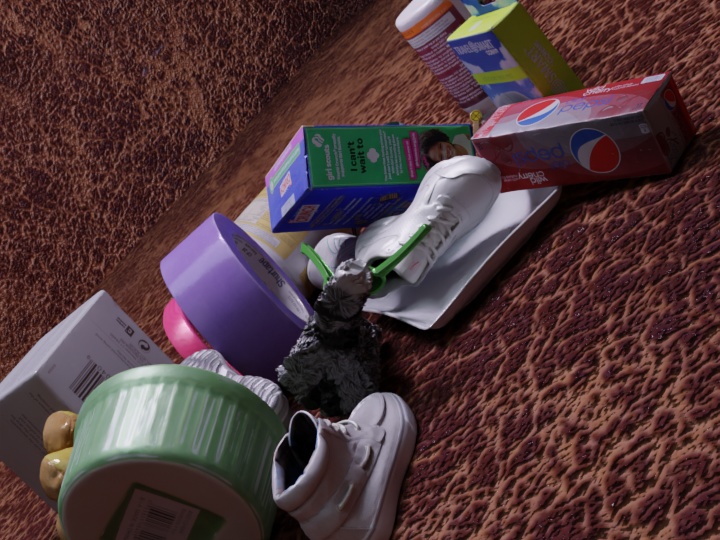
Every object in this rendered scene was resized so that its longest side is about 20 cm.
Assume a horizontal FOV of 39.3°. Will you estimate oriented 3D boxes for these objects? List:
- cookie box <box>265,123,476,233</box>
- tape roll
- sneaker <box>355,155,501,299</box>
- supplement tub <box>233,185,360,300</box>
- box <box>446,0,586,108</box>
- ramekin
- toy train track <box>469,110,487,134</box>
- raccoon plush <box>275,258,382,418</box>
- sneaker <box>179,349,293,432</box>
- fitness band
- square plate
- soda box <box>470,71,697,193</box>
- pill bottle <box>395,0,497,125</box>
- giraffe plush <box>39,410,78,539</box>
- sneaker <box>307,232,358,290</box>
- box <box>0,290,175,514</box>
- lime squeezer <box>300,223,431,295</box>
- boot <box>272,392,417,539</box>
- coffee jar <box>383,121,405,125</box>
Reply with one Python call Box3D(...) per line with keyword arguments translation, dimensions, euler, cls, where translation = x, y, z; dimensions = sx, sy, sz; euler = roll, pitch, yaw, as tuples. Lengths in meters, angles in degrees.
Box3D(translation=(0.008, -0.104, 1.145), dimensions=(0.199, 0.076, 0.171), euler=(-5, -12, -21), cls="cookie box")
Box3D(translation=(-0.132, 0.035, 1.161), dimensions=(0.085, 0.200, 0.200), euler=(-42, 16, 5), cls="tape roll")
Box3D(translation=(0.067, -0.032, 1.017), dimensions=(0.200, 0.078, 0.100), euler=(-43, 20, 34), cls="sneaker")
Box3D(translation=(-0.107, -0.028, 1.360), dimensions=(0.200, 0.146, 0.145), euler=(-51, 18, -28), cls="supplement tub")
Box3D(translation=(0.170, -0.197, 1.037), dimensions=(0.048, 0.200, 0.122), euler=(-44, 16, -8), cls="box")
Box3D(translation=(-0.162, 0.189, 0.871), dimensions=(0.200, 0.200, 0.098), euler=(-35, 25, 25), cls="ramekin")
Box3D(translation=(0.116, -0.163, 1.179), dimensions=(0.198, 0.033, 0.115), euler=(-3, -15, 10), cls="toy train track")
Box3D(translation=(-0.002, 0.048, 0.969), dimensions=(0.200, 0.096, 0.134), euler=(-59, 5, 36), cls="raccoon plush")
Box3D(translation=(-0.137, 0.144, 1.038), dimensions=(0.075, 0.082, 0.199), euler=(-44, 35, -21), cls="sneaker")
Box3D(translation=(-0.180, 0.095, 1.227), dimensions=(0.037, 0.144, 0.200), euler=(-41, 17, 0), cls="fitness band")
Box3D(translation=(0.103, -0.015, 1.046), dimensions=(0.200, 0.028, 0.198), euler=(-46, 17, -11), cls="square plate")
Box3D(translation=(0.205, -0.126, 0.947), dimensions=(0.199, 0.070, 0.063), euler=(-2, 39, 49), cls="soda box")
Box3D(translation=(0.147, -0.274, 1.281), dimensions=(0.114, 0.200, 0.114), euler=(-38, 17, 13), cls="pill bottle")
Box3D(translation=(-0.224, 0.208, 1.096), dimensions=(0.161, 0.174, 0.200), euler=(-26, -14, 19), cls="giraffe plush")
Box3D(translation=(-0.013, -0.002, 1.214), dimensions=(0.200, 0.070, 0.080), euler=(-18, 32, 54), cls="sneaker")
Box3D(translation=(-0.364, 0.181, 1.341), dimensions=(0.171, 0.199, 0.200), euler=(-33, 17, 29), cls="box")
Box3D(translation=(0.000, 0.000, 1.008), dimensions=(0.199, 0.038, 0.071), euler=(-8, 55, 51), cls="lime squeezer")
Box3D(translation=(-0.014, 0.140, 0.810), dimensions=(0.073, 0.096, 0.200), euler=(-36, 18, 22), cls="boot")
Box3D(translation=(0.040, -0.135, 1.389), dimensions=(0.104, 0.085, 0.200), euler=(-36, 16, 12), cls="coffee jar")
